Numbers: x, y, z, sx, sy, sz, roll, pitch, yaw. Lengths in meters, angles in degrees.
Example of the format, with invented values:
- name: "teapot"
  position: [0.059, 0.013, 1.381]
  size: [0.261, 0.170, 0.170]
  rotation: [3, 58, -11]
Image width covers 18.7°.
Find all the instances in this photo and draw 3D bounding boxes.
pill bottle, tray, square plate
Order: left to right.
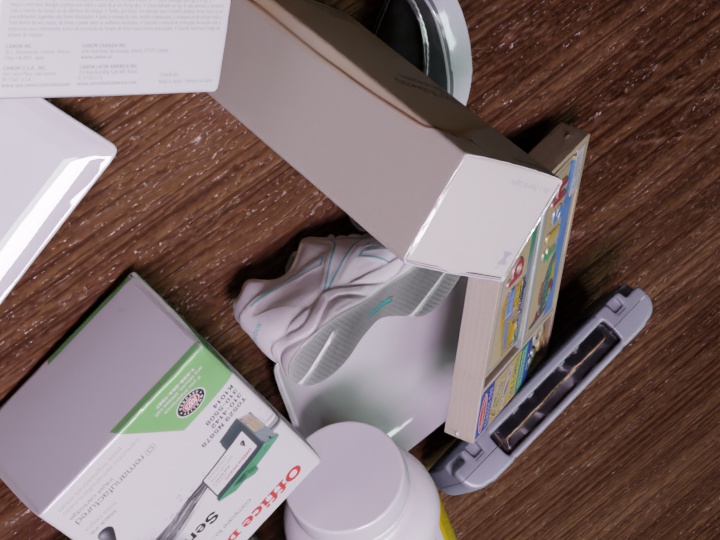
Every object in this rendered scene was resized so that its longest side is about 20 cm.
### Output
- name: "tray"
  position: [-0.228, -0.012, 1.205]
  size: [0.200, 0.022, 0.107]
  rotation: [-52, 148, 3]
- name: "pill bottle"
  position: [0.009, 0.191, 1.554]
  size: [0.112, 0.112, 0.200]
  rotation: [-41, 148, -13]
- name: "square plate"
  position: [0.024, 0.061, 1.568]
  size: [0.200, 0.028, 0.199]
  rotation: [-38, 145, -18]

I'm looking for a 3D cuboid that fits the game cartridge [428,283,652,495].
- name: "game cartridge"
  position: [0.136, 0.094, 1.669]
  size: [0.200, 0.042, 0.133]
  rotation: [-45, 175, -10]

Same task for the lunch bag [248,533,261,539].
- name: "lunch bag"
  position: [-0.108, 0.287, 1.510]
  size: [0.200, 0.168, 0.139]
  rotation: [-46, 147, -5]

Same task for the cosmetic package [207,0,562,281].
- name: "cosmetic package"
  position: [0.007, -0.081, 1.248]
  size: [0.103, 0.200, 0.073]
  rotation: [10, 115, -53]

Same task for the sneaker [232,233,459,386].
- name: "sneaker"
  position: [0.000, 0.000, 1.434]
  size: [0.200, 0.080, 0.071]
  rotation: [-28, 144, -40]

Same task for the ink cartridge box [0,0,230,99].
- name: "ink cartridge box"
  position: [-0.133, -0.191, 1.137]
  size: [0.162, 0.050, 0.201]
  rotation: [-7, 110, -46]

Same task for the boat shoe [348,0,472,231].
- name: "boat shoe"
  position: [0.019, -0.102, 1.372]
  size: [0.066, 0.070, 0.201]
  rotation: [-30, 150, -29]

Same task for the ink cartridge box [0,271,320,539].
- name: "ink cartridge box"
  position: [-0.130, 0.114, 1.388]
  size: [0.146, 0.084, 0.200]
  rotation: [-46, 146, -3]

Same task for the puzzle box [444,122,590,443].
- name: "puzzle box"
  position: [0.111, 0.009, 1.549]
  size: [0.133, 0.025, 0.201]
  rotation: [-43, 148, -48]
